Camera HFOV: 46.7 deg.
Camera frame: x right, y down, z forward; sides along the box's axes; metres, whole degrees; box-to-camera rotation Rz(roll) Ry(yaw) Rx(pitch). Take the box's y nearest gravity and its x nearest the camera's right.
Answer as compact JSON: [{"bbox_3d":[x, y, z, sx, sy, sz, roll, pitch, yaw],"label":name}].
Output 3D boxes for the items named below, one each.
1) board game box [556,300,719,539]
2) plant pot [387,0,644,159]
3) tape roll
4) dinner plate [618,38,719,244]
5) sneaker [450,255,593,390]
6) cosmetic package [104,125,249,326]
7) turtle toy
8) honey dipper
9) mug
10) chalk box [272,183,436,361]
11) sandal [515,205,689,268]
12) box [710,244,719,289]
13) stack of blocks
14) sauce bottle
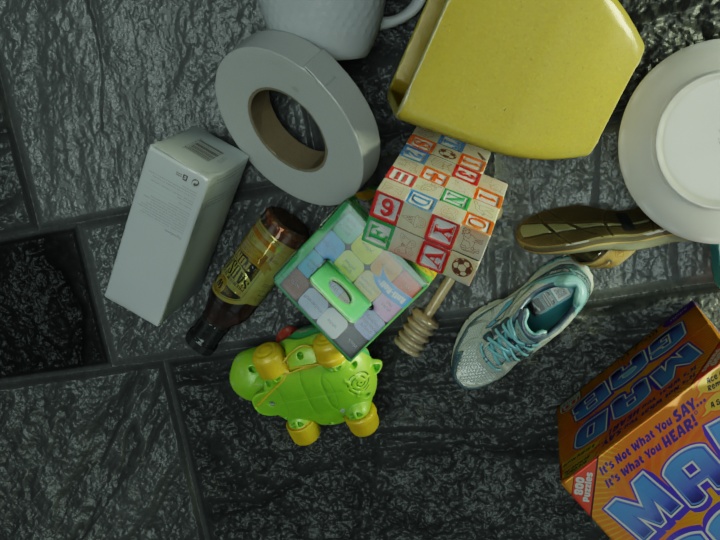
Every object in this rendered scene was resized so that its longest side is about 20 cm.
[{"bbox_3d":[0.344,0.191,0.857,0.200,0.200,0.200,-43,91,17],"label":"board game box"},{"bbox_3d":[0.156,-0.213,0.826,0.198,0.196,0.196,23,106,-9],"label":"plant pot"},{"bbox_3d":[-0.069,-0.160,0.894,0.201,0.037,0.204,28,146,21],"label":"tape roll"},{"bbox_3d":[0.358,-0.127,0.823,0.197,0.024,0.204,1,95,12],"label":"dinner plate"},{"bbox_3d":[0.172,0.062,0.926,0.078,0.086,0.200,44,107,1],"label":"sneaker"},{"bbox_3d":[-0.212,-0.051,0.959,0.080,0.113,0.202,29,115,5],"label":"cosmetic package"},{"bbox_3d":[-0.067,0.122,0.983,0.197,0.102,0.147,-11,123,17],"label":"turtle toy"},{"bbox_3d":[0.106,0.009,0.958,0.038,0.038,0.201,33,104,4],"label":"honey dipper"},{"bbox_3d":[-0.016,-0.314,0.871,0.197,0.148,0.178,-8,108,-17],"label":"mug"},{"bbox_3d":[0.000,0.000,0.892,0.125,0.200,0.124,46,107,-1],"label":"chalk box"},{"bbox_3d":[0.269,-0.032,0.899,0.197,0.081,0.055,-4,121,9],"label":"sandal"},{"bbox_3d":[0.404,-0.084,0.864,0.081,0.049,0.203,-7,100,14],"label":"box"},{"bbox_3d":[0.087,-0.079,0.852,0.114,0.201,0.059,22,125,5],"label":"stack of blocks"},{"bbox_3d":[-0.140,0.018,0.997,0.066,0.066,0.201,37,105,2],"label":"sauce bottle"}]
